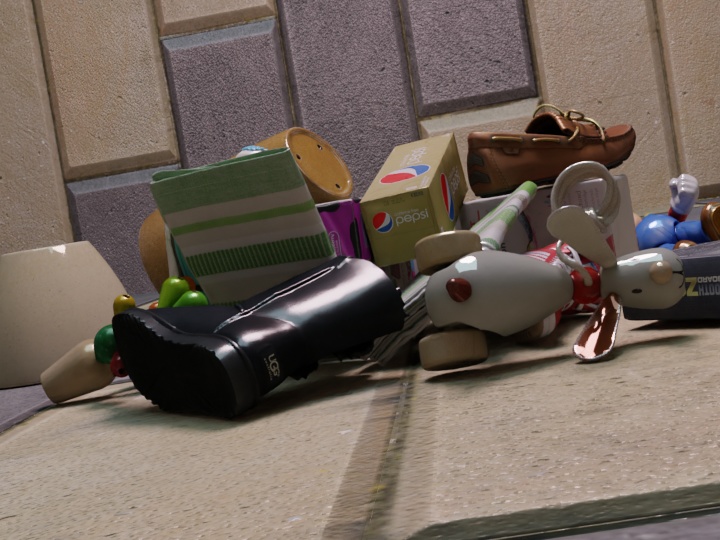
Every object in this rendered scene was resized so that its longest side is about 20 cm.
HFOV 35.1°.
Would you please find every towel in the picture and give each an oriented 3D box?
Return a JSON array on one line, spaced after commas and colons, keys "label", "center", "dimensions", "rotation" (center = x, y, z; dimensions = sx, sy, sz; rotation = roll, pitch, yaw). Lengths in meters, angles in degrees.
[{"label": "towel", "center": [0.082, -0.001, 0.960], "dimensions": [0.149, 0.031, 0.200], "rotation": [-40, 2, 27]}, {"label": "towel", "center": [-0.080, -0.004, 0.952], "dimensions": [0.151, 0.201, 0.023], "rotation": [-7, 31, 32]}]

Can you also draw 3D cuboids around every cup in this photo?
[{"label": "cup", "center": [-0.353, 0.045, 1.316], "dimensions": [0.198, 0.145, 0.200], "rotation": [-10, 2, 0]}]

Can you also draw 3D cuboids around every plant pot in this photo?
[{"label": "plant pot", "center": [-0.104, -0.053, 1.220], "dimensions": [0.200, 0.187, 0.186], "rotation": [-42, -13, 27]}]

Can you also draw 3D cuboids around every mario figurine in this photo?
[{"label": "mario figurine", "center": [0.290, -0.038, 1.195], "dimensions": [0.122, 0.107, 0.200], "rotation": [-13, 6, -25]}]

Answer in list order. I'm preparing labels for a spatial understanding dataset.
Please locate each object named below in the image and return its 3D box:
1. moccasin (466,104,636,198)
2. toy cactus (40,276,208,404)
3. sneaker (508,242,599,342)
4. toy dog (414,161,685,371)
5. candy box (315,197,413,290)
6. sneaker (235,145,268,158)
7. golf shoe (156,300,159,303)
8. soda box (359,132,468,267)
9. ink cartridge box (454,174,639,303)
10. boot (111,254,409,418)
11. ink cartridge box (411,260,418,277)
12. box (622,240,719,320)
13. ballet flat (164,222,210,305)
[{"label": "moccasin", "center": [0.183, -0.122, 1.089], "dimensions": [0.199, 0.079, 0.073], "rotation": [-12, 4, -26]}, {"label": "toy cactus", "center": [-0.202, 0.074, 1.017], "dimensions": [0.164, 0.103, 0.200], "rotation": [-28, 5, 3]}, {"label": "sneaker", "center": [0.166, 0.013, 0.956], "dimensions": [0.111, 0.072, 0.200], "rotation": [-7, 7, -5]}, {"label": "toy dog", "center": [0.124, 0.007, 0.786], "dimensions": [0.198, 0.133, 0.096], "rotation": [-28, -9, -2]}, {"label": "candy box", "center": [0.000, 0.000, 1.087], "dimensions": [0.060, 0.138, 0.200], "rotation": [-8, 3, 16]}, {"label": "sneaker", "center": [-0.096, -0.014, 1.059], "dimensions": [0.080, 0.203, 0.076], "rotation": [-13, 12, -38]}, {"label": "golf shoe", "center": [-0.193, 0.058, 1.403], "dimensions": [0.199, 0.076, 0.091], "rotation": [-10, 17, 44]}, {"label": "soda box", "center": [0.055, -0.072, 1.083], "dimensions": [0.067, 0.065, 0.200], "rotation": [-12, 18, 16]}, {"label": "ink cartridge box", "center": [0.170, -0.021, 1.131], "dimensions": [0.198, 0.118, 0.067], "rotation": [-9, 3, 36]}, {"label": "boot", "center": [-0.078, 0.044, 0.873], "dimensions": [0.167, 0.077, 0.199], "rotation": [-24, 18, -34]}, {"label": "ink cartridge box", "center": [0.059, 0.008, 1.308], "dimensions": [0.198, 0.077, 0.148], "rotation": [-7, 3, 18]}, {"label": "box", "center": [0.322, -0.001, 0.883], "dimensions": [0.199, 0.052, 0.157], "rotation": [-11, 3, -39]}, {"label": "ballet flat", "center": [-0.162, 0.002, 1.121], "dimensions": [0.069, 0.201, 0.070], "rotation": [1, 45, -1]}]
